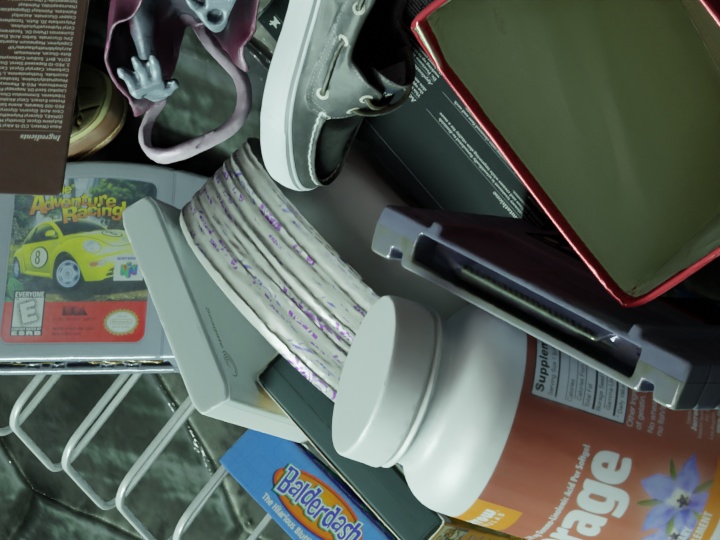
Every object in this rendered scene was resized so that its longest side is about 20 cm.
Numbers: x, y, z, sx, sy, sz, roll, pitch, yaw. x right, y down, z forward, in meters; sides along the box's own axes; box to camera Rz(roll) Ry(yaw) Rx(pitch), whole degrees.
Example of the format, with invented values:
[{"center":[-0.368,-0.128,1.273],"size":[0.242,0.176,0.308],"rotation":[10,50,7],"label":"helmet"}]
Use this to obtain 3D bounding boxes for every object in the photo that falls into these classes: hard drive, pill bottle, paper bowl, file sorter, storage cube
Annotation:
[{"center":[-0.066,0.036,1.722],"size":[0.027,0.200,0.133],"rotation":[-29,70,16],"label":"hard drive"},{"center":[0.092,0.082,1.478],"size":[0.199,0.113,0.112],"rotation":[18,144,-14],"label":"pill bottle"},{"center":[0.000,0.000,1.661],"size":[0.201,0.201,0.104],"rotation":[44,98,8],"label":"paper bowl"},{"center":[-0.141,0.093,1.873],"size":[0.199,0.125,0.139],"rotation":[33,168,20],"label":"file sorter"},{"center":[0.169,-0.121,1.374],"size":[0.200,0.180,0.171],"rotation":[51,143,-3],"label":"storage cube"}]

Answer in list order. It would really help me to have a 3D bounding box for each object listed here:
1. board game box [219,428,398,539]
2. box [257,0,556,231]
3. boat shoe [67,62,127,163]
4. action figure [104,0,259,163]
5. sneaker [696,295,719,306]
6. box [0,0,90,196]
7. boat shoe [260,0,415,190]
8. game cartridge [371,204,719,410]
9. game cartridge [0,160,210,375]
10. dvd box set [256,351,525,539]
[{"center":[0.012,0.182,1.787],"size":[0.152,0.045,0.200],"rotation":[43,178,34],"label":"board game box"},{"center":[0.058,-0.112,1.576],"size":[0.200,0.079,0.141],"rotation":[49,139,1],"label":"box"},{"center":[-0.214,-0.080,1.898],"size":[0.067,0.072,0.199],"rotation":[32,145,-33],"label":"boat shoe"},{"center":[-0.097,-0.185,1.629],"size":[0.201,0.133,0.149],"rotation":[-106,-4,-51],"label":"action figure"},{"center":[0.131,0.063,1.592],"size":[0.082,0.199,0.074],"rotation":[106,156,-71],"label":"sneaker"},{"center":[-0.208,-0.156,1.746],"size":[0.100,0.074,0.201],"rotation":[-118,33,-56],"label":"box"},{"center":[0.000,-0.116,1.519],"size":[0.066,0.070,0.201],"rotation":[30,127,21],"label":"boat shoe"},{"center":[0.118,0.016,1.457],"size":[0.199,0.129,0.039],"rotation":[28,109,35],"label":"game cartridge"},{"center":[-0.172,-0.002,1.822],"size":[0.199,0.134,0.041],"rotation":[-2,157,12],"label":"game cartridge"},{"center":[0.030,0.115,1.707],"size":[0.029,0.200,0.146],"rotation":[-47,66,9],"label":"dvd box set"}]
